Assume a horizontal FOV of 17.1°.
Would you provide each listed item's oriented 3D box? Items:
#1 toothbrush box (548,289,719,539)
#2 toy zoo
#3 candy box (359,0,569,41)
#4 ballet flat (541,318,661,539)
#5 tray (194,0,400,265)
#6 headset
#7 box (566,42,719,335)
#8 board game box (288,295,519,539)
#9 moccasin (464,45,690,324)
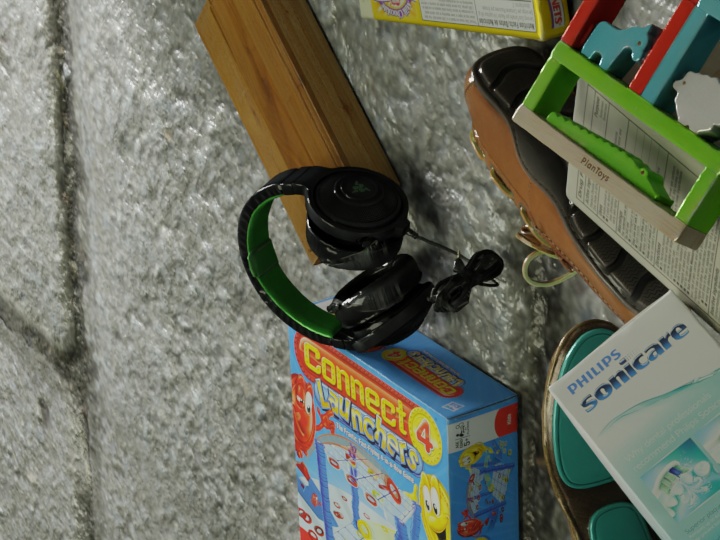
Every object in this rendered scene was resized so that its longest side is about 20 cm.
[{"bbox_3d":[0.198,0.128,1.200,0.200,0.085,0.146,51,-179,35],"label":"toothbrush box"},{"bbox_3d":[0.168,-0.126,1.152,0.131,0.020,0.200,41,105,42],"label":"toy zoo"},{"bbox_3d":[0.052,-0.194,1.416,0.200,0.026,0.102,17,122,57],"label":"candy box"},{"bbox_3d":[0.141,0.122,1.403,0.072,0.068,0.200,-145,39,-76],"label":"ballet flat"},{"bbox_3d":[-0.047,-0.114,1.626,0.200,0.037,0.099,63,150,17],"label":"tray"},{"bbox_3d":[0.000,0.000,1.518,0.200,0.094,0.124,1,120,37],"label":"headset"},{"bbox_3d":[0.192,-0.031,1.193,0.200,0.078,0.095,47,147,39],"label":"box"},{"bbox_3d":[0.028,0.140,1.605,0.200,0.056,0.196,31,131,51],"label":"board game box"},{"bbox_3d":[0.118,-0.037,1.336,0.201,0.074,0.078,49,153,33],"label":"moccasin"}]
